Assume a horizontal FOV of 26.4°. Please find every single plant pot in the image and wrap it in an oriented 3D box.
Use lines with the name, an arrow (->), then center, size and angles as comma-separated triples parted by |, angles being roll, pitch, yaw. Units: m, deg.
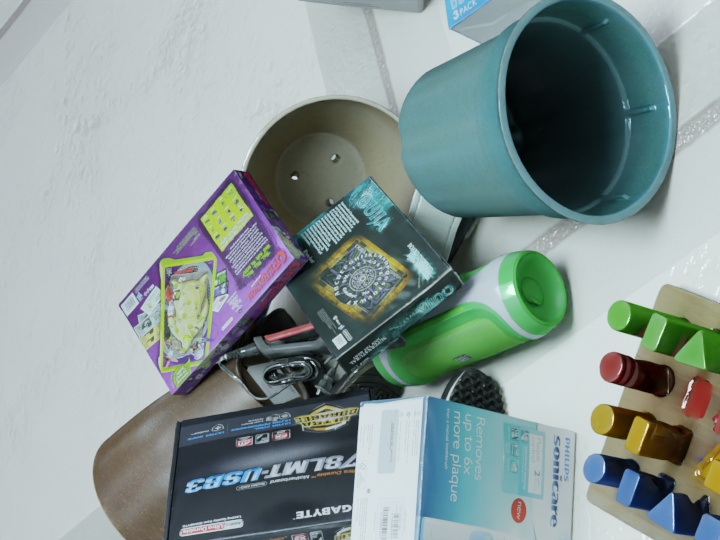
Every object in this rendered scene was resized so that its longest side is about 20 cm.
plant pot -> -0.146, 0.179, 1.586 | 0.200, 0.186, 0.188 | -48, 45, 26
plant pot -> 0.146, -0.132, 1.387 | 0.196, 0.199, 0.202 | -8, 71, 58

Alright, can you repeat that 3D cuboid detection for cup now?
cup -> -0.033, -0.088, 1.603 | 0.143, 0.199, 0.202 | -128, 58, -77

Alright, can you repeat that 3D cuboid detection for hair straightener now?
hair straightener -> -0.048, 0.081, 1.463 | 0.198, 0.041, 0.078 | -13, 58, 21

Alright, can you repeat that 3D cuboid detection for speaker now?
speaker -> 0.099, 0.048, 1.453 | 0.199, 0.088, 0.089 | -27, 58, 43

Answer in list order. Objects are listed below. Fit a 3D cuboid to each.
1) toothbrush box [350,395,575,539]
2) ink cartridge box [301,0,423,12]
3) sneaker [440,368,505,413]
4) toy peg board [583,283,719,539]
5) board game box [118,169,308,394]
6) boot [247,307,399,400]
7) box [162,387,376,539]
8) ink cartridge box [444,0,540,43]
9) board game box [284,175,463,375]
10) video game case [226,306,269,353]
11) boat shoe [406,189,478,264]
toothbrush box -> 0.091, 0.198, 1.320 | 0.085, 0.199, 0.148 | -9, 70, 44
ink cartridge box -> -0.001, -0.377, 1.595 | 0.145, 0.200, 0.148 | 6, 79, 6
sneaker -> 0.080, 0.193, 1.442 | 0.090, 0.070, 0.202 | -21, 58, 56
toy peg board -> 0.258, 0.124, 1.223 | 0.200, 0.097, 0.201 | 26, 98, 52
board game box -> -0.148, 0.013, 1.513 | 0.200, 0.032, 0.120 | -46, 59, 23
boot -> -0.047, 0.109, 1.635 | 0.182, 0.072, 0.201 | -56, 36, 24
box -> -0.075, 0.194, 1.406 | 0.199, 0.198, 0.050 | -93, -7, -63
ink cartridge box -> 0.137, -0.344, 1.553 | 0.115, 0.067, 0.202 | -31, 55, 41
board game box -> 0.000, 0.000, 1.452 | 0.135, 0.028, 0.200 | -37, 36, 0
video game case -> -0.127, 0.026, 1.640 | 0.018, 0.200, 0.144 | 21, 100, 12
boat shoe -> 0.084, -0.069, 1.524 | 0.201, 0.075, 0.060 | -59, -6, -6
